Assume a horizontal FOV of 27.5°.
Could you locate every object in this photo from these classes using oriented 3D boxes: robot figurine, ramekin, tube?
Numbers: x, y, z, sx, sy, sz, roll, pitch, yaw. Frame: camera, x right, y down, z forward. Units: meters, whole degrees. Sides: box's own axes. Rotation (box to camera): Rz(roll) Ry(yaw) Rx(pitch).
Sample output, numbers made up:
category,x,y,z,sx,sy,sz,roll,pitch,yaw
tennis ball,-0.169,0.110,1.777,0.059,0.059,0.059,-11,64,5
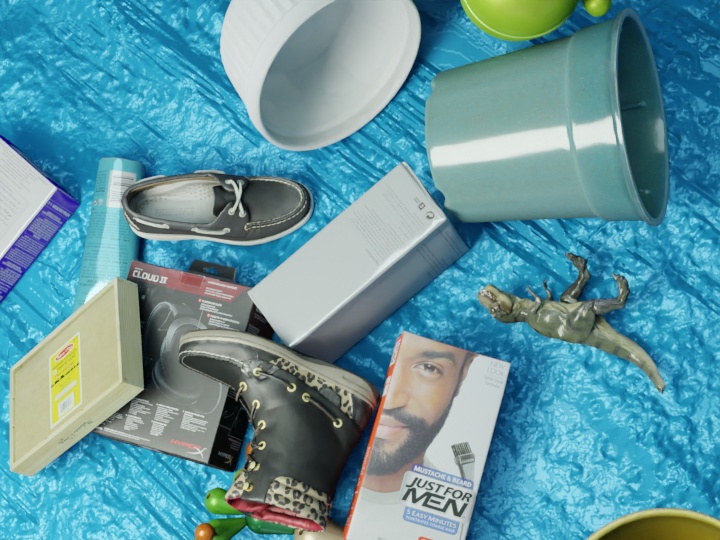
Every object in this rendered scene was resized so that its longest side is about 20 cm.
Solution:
category,x,y,z,sx,sy,sz,roll,pitch,yaw
robot figurine,0.147,-0.272,1.362,0.174,0.200,0.117,13,98,1
ramekin,-0.048,-0.231,1.484,0.200,0.200,0.105,-42,59,2
tube,-0.266,-0.018,1.570,0.077,0.050,0.202,3,80,17

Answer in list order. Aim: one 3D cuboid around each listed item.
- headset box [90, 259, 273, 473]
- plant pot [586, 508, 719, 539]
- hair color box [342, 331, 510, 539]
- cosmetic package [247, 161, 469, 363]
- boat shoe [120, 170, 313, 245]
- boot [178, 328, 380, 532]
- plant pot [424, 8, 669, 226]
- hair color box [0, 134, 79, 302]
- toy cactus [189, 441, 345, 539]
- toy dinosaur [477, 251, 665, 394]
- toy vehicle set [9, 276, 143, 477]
category,x,y,z,sx,sy,sz,roll,pitch,yaw
headset box,-0.178,0.087,1.497,0.147,0.077,0.202,11,78,19
plant pot,0.269,0.313,1.258,0.198,0.142,0.202,-4,74,15
hair color box,0.062,0.171,1.392,0.110,0.064,0.202,16,79,-2
cosmetic package,0.000,0.000,1.449,0.199,0.113,0.081,-38,68,2
boat shoe,-0.149,-0.070,1.525,0.198,0.060,0.075,1,74,4
boot,-0.094,0.148,1.379,0.198,0.073,0.152,19,66,-1
plant pot,0.175,-0.131,1.396,0.194,0.200,0.203,-6,74,23
hair color box,-0.414,-0.035,1.609,0.109,0.065,0.200,39,87,21
toy cactus,-0.075,0.241,1.426,0.164,0.102,0.202,20,72,10
toy dinosaur,0.214,0.037,1.410,0.199,0.047,0.089,23,98,21
toy vehicle set,-0.290,0.109,1.487,0.199,0.026,0.125,-36,47,34
